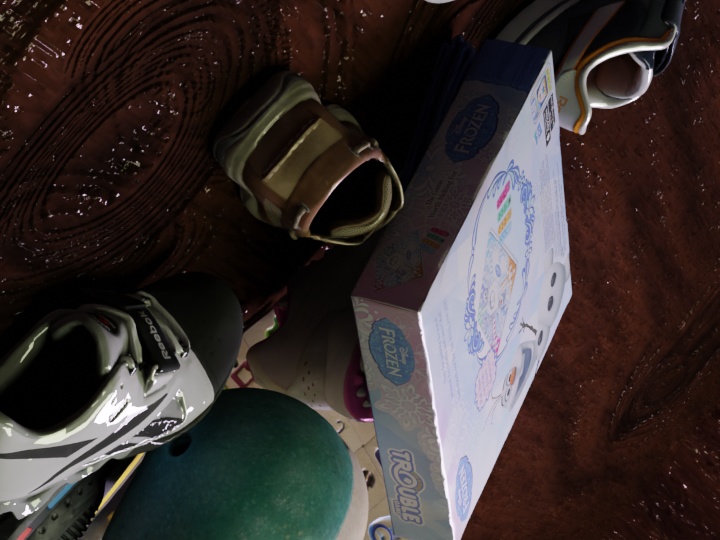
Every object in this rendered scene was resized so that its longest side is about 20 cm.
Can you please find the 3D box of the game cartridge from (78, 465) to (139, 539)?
[{"bbox_3d":[-0.168,0.175,1.621,0.200,0.040,0.133,-44,161,-22],"label":"game cartridge"}]

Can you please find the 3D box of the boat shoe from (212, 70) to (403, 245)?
[{"bbox_3d":[-0.017,-0.041,1.430,0.076,0.072,0.200,-50,166,5],"label":"boat shoe"}]

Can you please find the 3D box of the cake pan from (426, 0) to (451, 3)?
[{"bbox_3d":[0.081,-0.217,1.342,0.200,0.037,0.200,-45,165,-15],"label":"cake pan"}]

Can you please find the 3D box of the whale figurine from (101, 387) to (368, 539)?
[{"bbox_3d":[-0.095,0.141,1.458,0.200,0.159,0.104,-36,128,3],"label":"whale figurine"}]

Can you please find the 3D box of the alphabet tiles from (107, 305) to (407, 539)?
[{"bbox_3d":[-0.051,0.125,1.621,0.200,0.167,0.006,-40,-164,-33],"label":"alphabet tiles"}]

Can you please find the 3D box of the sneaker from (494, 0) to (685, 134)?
[{"bbox_3d":[0.159,-0.152,1.668,0.200,0.079,0.079,-44,164,-26],"label":"sneaker"}]

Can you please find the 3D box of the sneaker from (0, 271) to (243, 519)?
[{"bbox_3d":[-0.119,0.046,1.350,0.200,0.074,0.089,-37,164,-41],"label":"sneaker"}]

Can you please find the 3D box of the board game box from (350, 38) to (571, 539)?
[{"bbox_3d":[0.060,0.014,1.539,0.200,0.043,0.199,81,28,-46],"label":"board game box"}]

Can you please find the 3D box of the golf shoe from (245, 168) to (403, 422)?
[{"bbox_3d":[0.000,0.000,1.621,0.200,0.091,0.075,-62,143,-40],"label":"golf shoe"}]

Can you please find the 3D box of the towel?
[{"bbox_3d":[0.060,-0.024,1.601,0.200,0.024,0.145,62,43,-59],"label":"towel"}]

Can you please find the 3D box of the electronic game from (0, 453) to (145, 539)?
[{"bbox_3d":[-0.162,0.129,1.458,0.200,0.042,0.200,-48,175,-6],"label":"electronic game"}]
